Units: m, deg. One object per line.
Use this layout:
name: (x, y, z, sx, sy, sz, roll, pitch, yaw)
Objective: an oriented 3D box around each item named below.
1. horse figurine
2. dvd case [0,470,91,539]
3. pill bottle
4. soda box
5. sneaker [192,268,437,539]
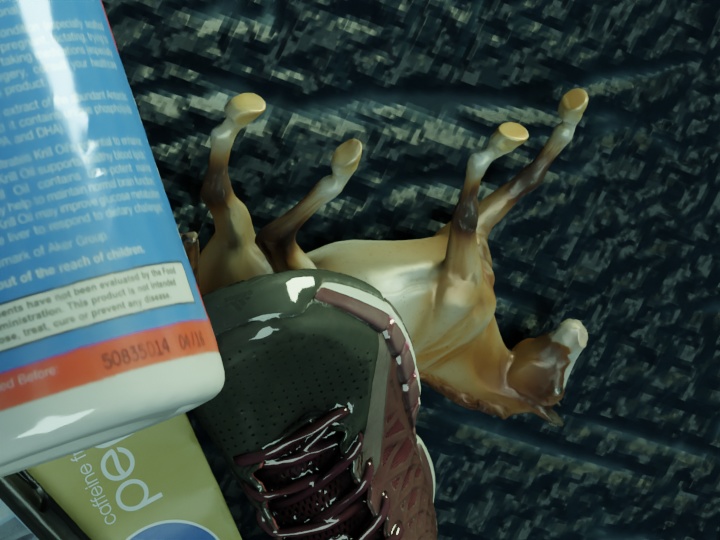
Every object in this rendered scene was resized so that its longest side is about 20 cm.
horse figurine: (0.000, 0.000, 0.949, 0.200, 0.050, 0.133, -5, 133, -30)
dvd case: (-0.184, 0.075, 0.885, 0.143, 0.018, 0.200, -29, 116, 21)
pill bottle: (-0.121, -0.041, 0.808, 0.112, 0.112, 0.200, -17, 86, -15)
soda box: (-0.088, 0.068, 0.939, 0.064, 0.068, 0.200, -27, 121, -10)
sneaker: (-0.001, 0.086, 0.915, 0.076, 0.116, 0.200, -19, 149, 7)
